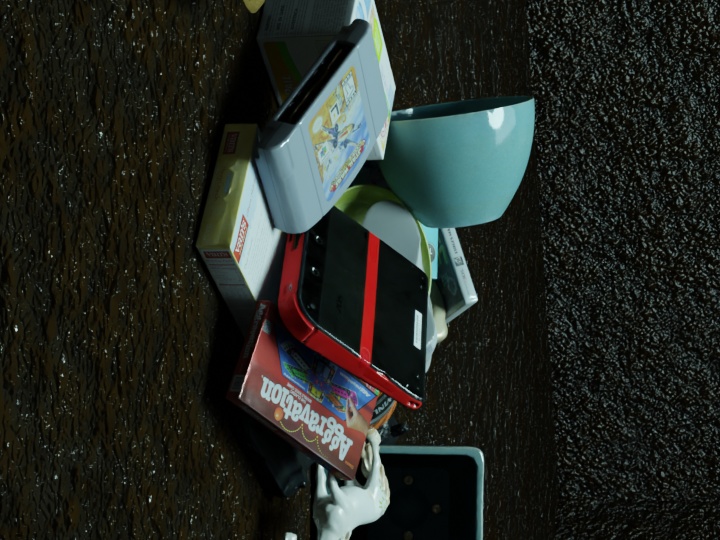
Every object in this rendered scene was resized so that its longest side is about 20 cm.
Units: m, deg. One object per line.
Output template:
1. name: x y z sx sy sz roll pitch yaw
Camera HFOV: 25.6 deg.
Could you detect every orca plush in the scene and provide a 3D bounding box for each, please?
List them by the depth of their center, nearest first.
1. orca plush: 0.029 0.187 2.046 0.200 0.071 0.106 72 23 -52

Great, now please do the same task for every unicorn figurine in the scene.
1. unicorn figurine: -0.025 0.244 1.656 0.199 0.074 0.138 -9 94 -44

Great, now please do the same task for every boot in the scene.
1. boot: 0.042 0.025 1.836 0.096 0.073 0.201 93 -12 -63

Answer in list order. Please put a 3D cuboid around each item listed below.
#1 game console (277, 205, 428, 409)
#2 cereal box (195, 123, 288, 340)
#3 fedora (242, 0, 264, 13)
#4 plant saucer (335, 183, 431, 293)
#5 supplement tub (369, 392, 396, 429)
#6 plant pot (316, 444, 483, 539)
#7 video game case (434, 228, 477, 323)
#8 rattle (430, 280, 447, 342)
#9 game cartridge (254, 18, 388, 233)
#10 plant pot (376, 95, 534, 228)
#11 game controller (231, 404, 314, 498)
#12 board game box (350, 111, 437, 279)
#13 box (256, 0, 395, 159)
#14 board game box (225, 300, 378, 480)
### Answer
1. game console: -0.003 0.029 1.588 0.177 0.031 0.201 36 34 -24
2. cereal box: -0.105 -0.029 1.555 0.200 0.039 0.145 70 25 -55
3. fedora: -0.121 -0.327 1.395 0.201 0.081 0.202 3 90 -81
4. plant saucer: 0.005 0.000 1.863 0.199 0.031 0.201 3 85 -42
5. supplement tub: -0.023 0.093 1.725 0.200 0.122 0.123 69 25 -55
6. plant pot: 0.054 0.302 1.929 0.200 0.195 0.198 2 88 -84
7. video game case: 0.087 -0.020 2.086 0.200 0.023 0.183 136 -61 -69
8. rattle: 0.022 0.027 2.054 0.201 0.130 0.143 60 -15 8
9. game cartridge: -0.033 -0.137 1.567 0.200 0.041 0.134 -57 145 -33
10. plant pot: 0.113 -0.124 1.860 0.200 0.199 0.136 -40 123 -72
11. game controller: -0.079 0.157 1.634 0.200 0.042 0.105 71 39 -55
12. board game box: 0.031 -0.093 1.946 0.151 0.047 0.201 4 85 -44
13. box: -0.033 -0.222 1.715 0.200 0.101 0.113 72 23 -52
14. board game box: -0.053 0.121 1.557 0.200 0.019 0.103 41 58 -45
